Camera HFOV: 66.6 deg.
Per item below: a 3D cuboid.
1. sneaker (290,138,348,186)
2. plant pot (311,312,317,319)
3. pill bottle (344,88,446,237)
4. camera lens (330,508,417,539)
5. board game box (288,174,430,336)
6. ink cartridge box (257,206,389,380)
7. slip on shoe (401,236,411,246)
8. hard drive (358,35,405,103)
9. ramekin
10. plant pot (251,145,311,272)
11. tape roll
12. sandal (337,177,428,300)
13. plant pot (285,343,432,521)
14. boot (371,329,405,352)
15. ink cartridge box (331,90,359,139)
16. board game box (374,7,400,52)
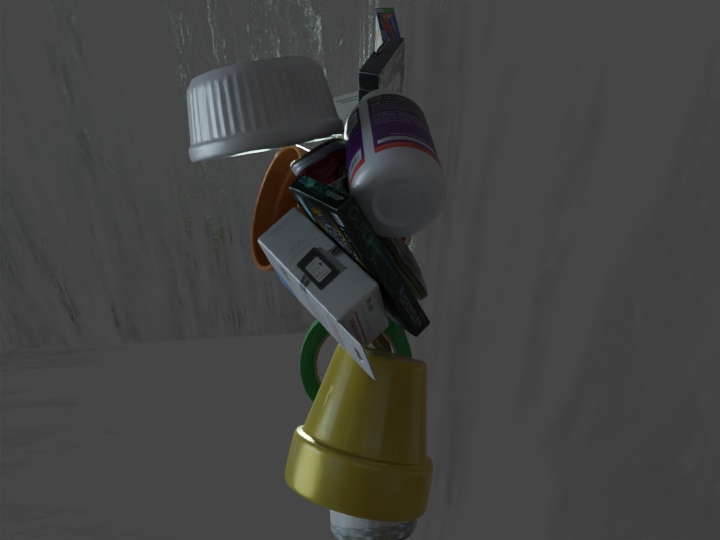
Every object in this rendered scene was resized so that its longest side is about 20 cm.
[{"bbox_3d":[-0.025,-0.115,0.761,0.115,0.070,0.200,66,-159,-3],"label":"sneaker"},{"bbox_3d":[-0.016,0.013,1.251,0.189,0.196,0.205,126,145,-59],"label":"plant pot"},{"bbox_3d":[0.037,-0.142,0.673,0.203,0.109,0.114,-95,4,-47],"label":"pill bottle"},{"bbox_3d":[0.020,0.382,1.000,0.160,0.156,0.205,101,166,-77],"label":"camera lens"},{"bbox_3d":[-0.002,-0.019,0.661,0.135,0.028,0.202,33,160,54],"label":"board game box"},{"bbox_3d":[-0.031,0.028,0.678,0.200,0.066,0.117,43,165,27],"label":"ink cartridge box"},{"bbox_3d":[0.045,-0.112,0.863,0.074,0.060,0.205,35,133,50],"label":"slip on shoe"},{"bbox_3d":[0.035,-0.250,0.884,0.141,0.037,0.203,-63,-20,-44],"label":"hard drive"},{"bbox_3d":[-0.123,-0.200,0.684,0.203,0.197,0.097,-106,6,-77],"label":"ramekin"},{"bbox_3d":[-0.080,-0.088,0.900,0.199,0.137,0.205,-29,55,53],"label":"plant pot"},{"bbox_3d":[-0.008,0.160,0.963,0.048,0.195,0.206,-130,38,-83],"label":"tape roll"},{"bbox_3d":[0.025,-0.031,0.726,0.203,0.056,0.080,56,-160,-25],"label":"sandal"},{"bbox_3d":[0.012,0.208,0.751,0.201,0.196,0.194,120,163,-84],"label":"plant pot"},{"bbox_3d":[0.045,0.132,1.111,0.200,0.076,0.157,49,168,40],"label":"boot"},{"bbox_3d":[0.001,-0.244,1.122,0.145,0.082,0.205,-44,-58,-84],"label":"ink cartridge box"},{"bbox_3d":[0.048,-0.347,1.001,0.203,0.034,0.137,90,176,-47],"label":"board game box"}]
